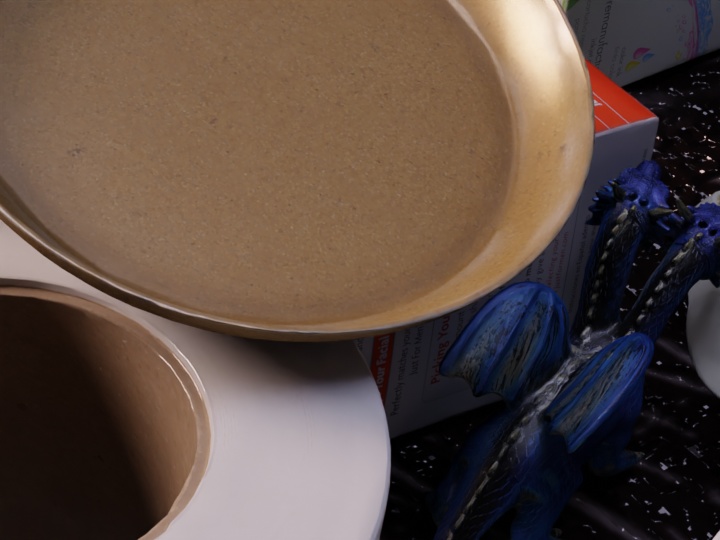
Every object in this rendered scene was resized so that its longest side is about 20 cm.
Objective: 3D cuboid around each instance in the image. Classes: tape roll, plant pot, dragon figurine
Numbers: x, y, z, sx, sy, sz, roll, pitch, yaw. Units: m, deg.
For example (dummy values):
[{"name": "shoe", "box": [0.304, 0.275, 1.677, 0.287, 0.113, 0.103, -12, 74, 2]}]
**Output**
[{"name": "tape roll", "box": [-0.099, 0.088, 0.600, 0.201, 0.140, 0.203, 7, 38, -5]}, {"name": "plant pot", "box": [-0.031, -0.056, 0.632, 0.198, 0.028, 0.201, 10, 50, -12]}, {"name": "dragon figurine", "box": [0.060, 0.043, 0.723, 0.059, 0.100, 0.200, 28, 47, 22]}]

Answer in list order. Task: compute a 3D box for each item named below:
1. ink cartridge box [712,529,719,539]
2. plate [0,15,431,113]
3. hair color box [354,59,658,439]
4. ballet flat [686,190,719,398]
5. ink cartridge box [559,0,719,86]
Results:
[{"name": "ink cartridge box", "box": [0.136, 0.151, 0.565, 0.146, 0.147, 0.200, 27, 41, 22]}, {"name": "plate", "box": [-0.106, -0.060, 0.731, 0.199, 0.033, 0.199, -13, 15, -27]}, {"name": "hair color box", "box": [0.000, 0.000, 0.760, 0.199, 0.112, 0.064, -17, 42, -31]}, {"name": "ballet flat", "box": [0.150, 0.012, 0.804, 0.075, 0.068, 0.201, 26, 36, -17]}, {"name": "ink cartridge box", "box": [0.141, -0.158, 0.985, 0.199, 0.118, 0.067, -23, 45, -34]}]
